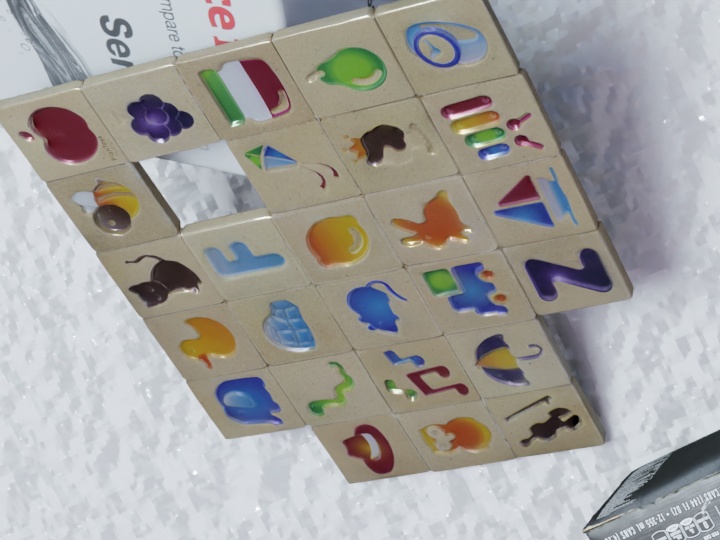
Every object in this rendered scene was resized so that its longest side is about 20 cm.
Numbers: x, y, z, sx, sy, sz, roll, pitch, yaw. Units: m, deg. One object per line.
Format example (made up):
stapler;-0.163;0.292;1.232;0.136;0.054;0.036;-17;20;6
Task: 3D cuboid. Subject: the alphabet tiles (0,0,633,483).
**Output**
alphabet tiles;0.000;0.000;0.744;0.166;0.008;0.200;-11;133;24

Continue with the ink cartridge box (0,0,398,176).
ink cartridge box;-0.097;-0.118;0.732;0.199;0.084;0.146;12;144;19

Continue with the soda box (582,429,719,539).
soda box;0.175;0.063;0.719;0.199;0.063;0.071;-28;94;26
